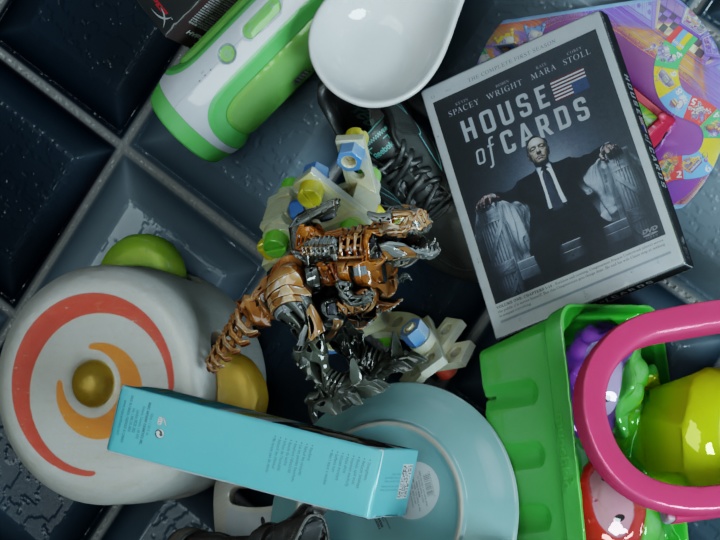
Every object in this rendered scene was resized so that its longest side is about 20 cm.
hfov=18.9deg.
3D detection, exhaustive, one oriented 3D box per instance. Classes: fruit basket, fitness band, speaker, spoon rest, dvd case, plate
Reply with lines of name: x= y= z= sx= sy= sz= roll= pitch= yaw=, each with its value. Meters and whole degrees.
fruit basket: x=0.201 y=0.121 z=1.506 sx=0.215 sy=0.155 sz=0.216 roll=-1 pitch=88 yaw=39
fitness band: x=0.240 y=0.092 z=1.449 sx=0.199 sy=0.037 sz=0.144 roll=-8 pitch=72 yaw=-14
speaker: x=-0.067 y=-0.176 z=1.654 sx=0.200 sy=0.088 sz=0.088 roll=-44 pitch=73 yaw=13
spoon rest: x=0.048 y=-0.201 z=1.586 sx=0.200 sy=0.061 sz=0.099 roll=-42 pitch=78 yaw=-11
dvd case: x=0.138 y=-0.067 z=1.546 sx=0.150 sy=0.025 sz=0.201 roll=-23 pitch=72 yaw=20
plate: x=0.017 y=0.175 z=1.527 sx=0.200 sy=0.026 sz=0.201 roll=-9 pitch=70 yaw=28

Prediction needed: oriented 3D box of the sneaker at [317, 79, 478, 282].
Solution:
sneaker: x=0.032 y=-0.070 z=1.612 sx=0.075 sy=0.079 sz=0.200 roll=-44 pitch=74 yaw=13

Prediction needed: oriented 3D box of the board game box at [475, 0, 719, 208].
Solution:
board game box: x=0.167 y=-0.118 z=1.581 sx=0.199 sy=0.039 sz=0.159 roll=-6 pitch=84 yaw=22

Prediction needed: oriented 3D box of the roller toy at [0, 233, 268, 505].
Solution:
roller toy: x=-0.175 y=0.089 z=1.649 sx=0.182 sy=0.140 sz=0.200 roll=-47 pitch=73 yaw=13

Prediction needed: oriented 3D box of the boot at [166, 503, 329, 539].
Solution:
boot: x=-0.093 y=0.262 z=1.528 sx=0.174 sy=0.069 sz=0.201 roll=-9 pitch=67 yaw=52

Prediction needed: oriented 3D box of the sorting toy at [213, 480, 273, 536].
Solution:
sorting toy: x=-0.038 y=0.221 z=1.612 sx=0.200 sy=0.107 sz=0.180 roll=-23 pitch=70 yaw=18

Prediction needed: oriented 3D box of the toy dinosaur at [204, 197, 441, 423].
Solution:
toy dinosaur: x=-0.022 y=0.026 z=1.520 sx=0.200 sy=0.102 sz=0.136 roll=-27 pitch=92 yaw=49

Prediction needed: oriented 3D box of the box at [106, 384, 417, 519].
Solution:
box: x=-0.068 y=0.125 z=1.501 sx=0.199 sy=0.082 sz=0.049 roll=12 pitch=89 yaw=19

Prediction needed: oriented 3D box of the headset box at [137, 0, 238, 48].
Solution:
headset box: x=-0.106 y=-0.292 z=1.680 sx=0.200 sy=0.075 sz=0.149 roll=-43 pitch=68 yaw=13

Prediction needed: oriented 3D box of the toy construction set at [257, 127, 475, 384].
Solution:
toy construction set: x=0.000 y=0.000 z=1.590 sx=0.131 sy=0.092 sz=0.200 roll=-25 pitch=108 yaw=30
